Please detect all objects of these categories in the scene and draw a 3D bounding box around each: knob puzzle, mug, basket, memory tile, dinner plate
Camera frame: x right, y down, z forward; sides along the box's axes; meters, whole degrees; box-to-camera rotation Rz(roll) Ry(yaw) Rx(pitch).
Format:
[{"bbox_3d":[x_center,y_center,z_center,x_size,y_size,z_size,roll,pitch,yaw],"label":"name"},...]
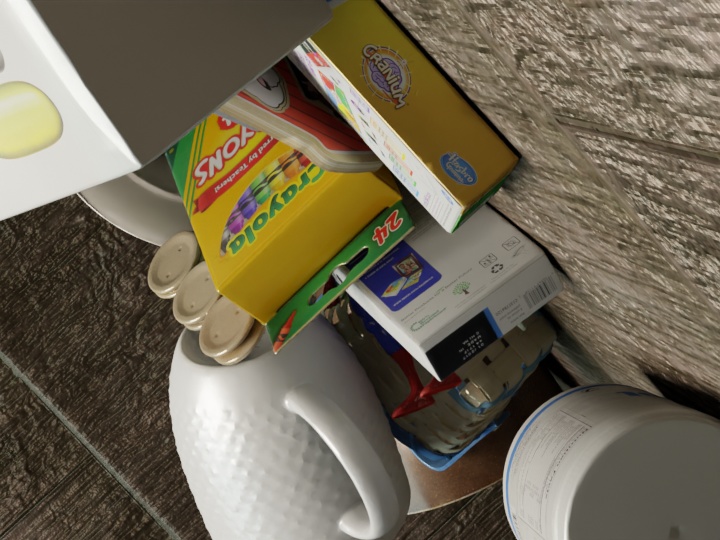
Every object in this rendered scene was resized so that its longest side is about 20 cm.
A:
[{"bbox_3d":[-0.043,-0.133,1.331,0.219,0.030,0.220,36,-158,-17],"label":"knob puzzle"},{"bbox_3d":[-0.043,0.116,1.494,0.200,0.147,0.176,29,146,49],"label":"mug"},{"bbox_3d":[0.045,0.059,1.612,0.176,0.139,0.200,49,146,-3],"label":"basket"},{"bbox_3d":[-0.058,-0.041,1.458,0.017,0.200,0.153,37,-177,-35],"label":"memory tile"},{"bbox_3d":[-0.129,-0.093,1.595,0.200,0.200,0.024,46,137,22],"label":"dinner plate"}]

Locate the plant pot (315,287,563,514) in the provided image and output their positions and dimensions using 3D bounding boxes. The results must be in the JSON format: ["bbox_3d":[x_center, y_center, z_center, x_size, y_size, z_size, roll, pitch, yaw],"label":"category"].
[{"bbox_3d":[0.047,0.065,1.774,0.200,0.187,0.187,63,173,-12],"label":"plant pot"}]

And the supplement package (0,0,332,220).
[{"bbox_3d":[-0.161,-0.149,1.118,0.200,0.147,0.192,-15,113,55],"label":"supplement package"}]

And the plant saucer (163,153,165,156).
[{"bbox_3d":[-0.146,-0.166,1.618,0.200,0.200,0.031,47,137,20],"label":"plant saucer"}]

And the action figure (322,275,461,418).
[{"bbox_3d":[0.000,0.000,1.485,0.200,0.052,0.065,65,149,13],"label":"action figure"}]

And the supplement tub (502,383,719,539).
[{"bbox_3d":[0.161,0.137,1.272,0.132,0.132,0.200,48,176,-6],"label":"supplement tub"}]

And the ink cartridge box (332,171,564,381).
[{"bbox_3d":[0.039,-0.011,1.391,0.039,0.099,0.200,58,173,-35],"label":"ink cartridge box"}]

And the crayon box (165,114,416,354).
[{"bbox_3d":[-0.048,-0.055,1.401,0.051,0.127,0.200,37,-164,-36],"label":"crayon box"}]

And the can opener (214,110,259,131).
[{"bbox_3d":[-0.124,-0.133,1.309,0.200,0.053,0.067,22,-168,-32],"label":"can opener"}]

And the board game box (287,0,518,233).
[{"bbox_3d":[0.001,-0.112,1.201,0.200,0.040,0.153,48,177,2],"label":"board game box"}]
